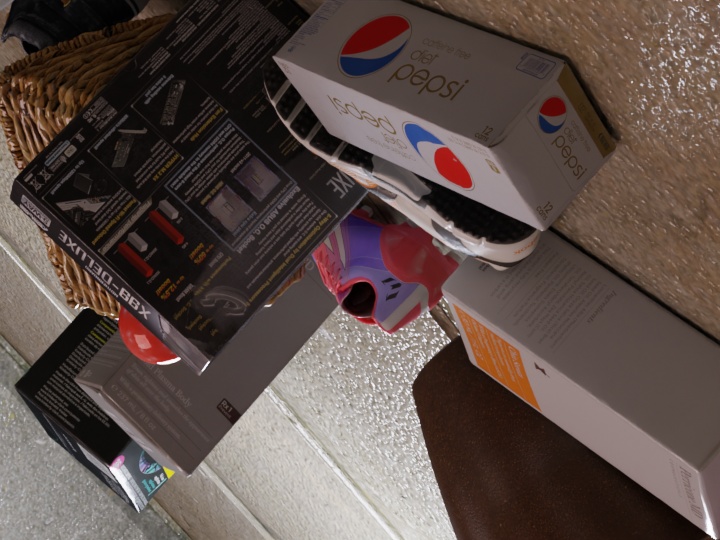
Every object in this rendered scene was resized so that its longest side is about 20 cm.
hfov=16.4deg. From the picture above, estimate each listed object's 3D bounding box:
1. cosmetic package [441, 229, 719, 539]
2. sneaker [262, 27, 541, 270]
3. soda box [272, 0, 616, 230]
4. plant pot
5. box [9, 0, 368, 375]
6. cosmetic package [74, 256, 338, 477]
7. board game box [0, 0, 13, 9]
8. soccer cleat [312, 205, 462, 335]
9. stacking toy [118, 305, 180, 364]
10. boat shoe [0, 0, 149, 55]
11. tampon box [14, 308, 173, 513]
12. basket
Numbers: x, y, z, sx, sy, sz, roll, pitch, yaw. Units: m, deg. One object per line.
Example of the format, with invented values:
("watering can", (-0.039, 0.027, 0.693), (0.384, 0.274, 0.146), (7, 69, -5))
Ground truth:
("cosmetic package", (0.149, 0.060, 1.470), (0.199, 0.071, 0.102), (35, 165, 29))
("sneaker", (0.023, -0.065, 1.449), (0.200, 0.074, 0.080), (39, 169, 17))
("soda box", (0.042, -0.091, 1.329), (0.200, 0.064, 0.068), (28, 161, 50))
("plant pot", (0.124, 0.129, 1.582), (0.201, 0.186, 0.187), (54, 171, 16))
("box", (-0.084, -0.065, 1.485), (0.158, 0.200, 0.050), (42, 163, 0))
("cosmetic package", (-0.115, 0.050, 1.944), (0.107, 0.200, 0.090), (44, 169, -18))
("board game box", (-0.095, -0.209, 1.056), (0.064, 0.200, 0.147), (45, 166, -13))
("soccer cleat", (0.000, 0.000, 1.710), (0.067, 0.077, 0.200), (48, 166, -21))
("stacking toy", (-0.082, -0.024, 1.598), (0.085, 0.200, 0.085), (38, 164, 13))
("boat shoe", (-0.222, -0.184, 1.758), (0.071, 0.091, 0.200), (48, 166, -22))
("tampon box", (-0.196, 0.094, 2.312), (0.126, 0.200, 0.150), (37, 167, 19))
("basket", (-0.134, -0.071, 1.688), (0.148, 0.143, 0.201), (17, 135, 43))
